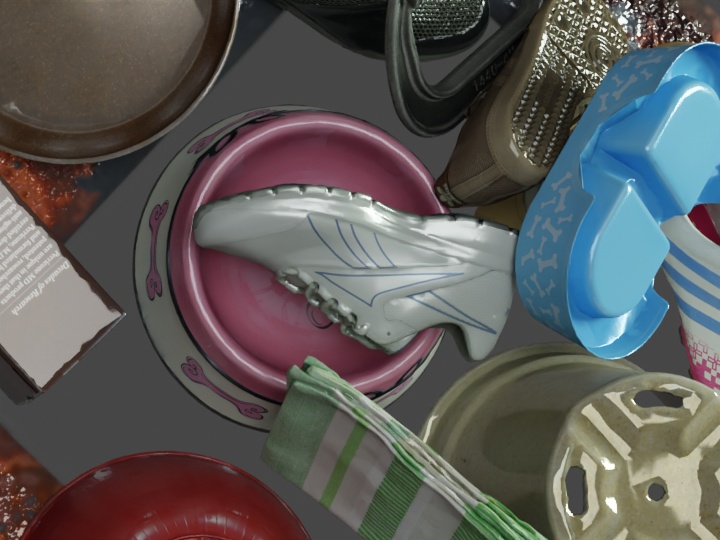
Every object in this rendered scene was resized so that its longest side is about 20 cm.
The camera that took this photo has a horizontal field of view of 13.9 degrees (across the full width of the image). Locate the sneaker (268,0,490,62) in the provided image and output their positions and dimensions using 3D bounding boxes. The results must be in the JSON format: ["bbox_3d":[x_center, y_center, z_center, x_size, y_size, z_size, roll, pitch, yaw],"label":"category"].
[{"bbox_3d":[-0.002,-0.183,1.749,0.199,0.114,0.076,25,77,-17],"label":"sneaker"}]

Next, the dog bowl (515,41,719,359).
[{"bbox_3d":[0.156,-0.045,1.708,0.200,0.049,0.112,-60,138,-19],"label":"dog bowl"}]

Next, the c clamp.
[{"bbox_3d":[0.069,-0.183,1.761,0.200,0.027,0.171,-48,138,-30],"label":"c clamp"}]

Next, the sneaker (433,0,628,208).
[{"bbox_3d":[0.097,-0.105,1.767,0.071,0.075,0.200,54,36,-12],"label":"sneaker"}]

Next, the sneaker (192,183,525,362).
[{"bbox_3d":[0.000,0.000,1.675,0.199,0.074,0.087,12,86,-12],"label":"sneaker"}]

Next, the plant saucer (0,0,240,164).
[{"bbox_3d":[-0.169,-0.162,1.722,0.199,0.034,0.201,0,91,0],"label":"plant saucer"}]

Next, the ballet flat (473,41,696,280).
[{"bbox_3d":[0.144,-0.073,1.799,0.069,0.063,0.200,46,75,-7],"label":"ballet flat"}]

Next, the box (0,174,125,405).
[{"bbox_3d":[-0.230,-0.021,1.676,0.075,0.100,0.200,-41,95,-15],"label":"box"}]

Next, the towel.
[{"bbox_3d":[0.030,0.141,1.672,0.200,0.153,0.023,38,64,9],"label":"towel"}]

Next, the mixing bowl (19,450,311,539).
[{"bbox_3d":[-0.102,0.199,1.680,0.199,0.108,0.201,2,82,-14],"label":"mixing bowl"}]

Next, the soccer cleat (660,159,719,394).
[{"bbox_3d":[0.232,0.021,1.792,0.070,0.086,0.201,-27,90,-33],"label":"soccer cleat"}]

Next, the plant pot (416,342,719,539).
[{"bbox_3d":[0.143,0.134,1.712,0.200,0.183,0.201,2,83,-14],"label":"plant pot"}]

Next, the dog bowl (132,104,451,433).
[{"bbox_3d":[-0.031,-0.005,1.740,0.199,0.074,0.201,2,82,-15],"label":"dog bowl"}]
